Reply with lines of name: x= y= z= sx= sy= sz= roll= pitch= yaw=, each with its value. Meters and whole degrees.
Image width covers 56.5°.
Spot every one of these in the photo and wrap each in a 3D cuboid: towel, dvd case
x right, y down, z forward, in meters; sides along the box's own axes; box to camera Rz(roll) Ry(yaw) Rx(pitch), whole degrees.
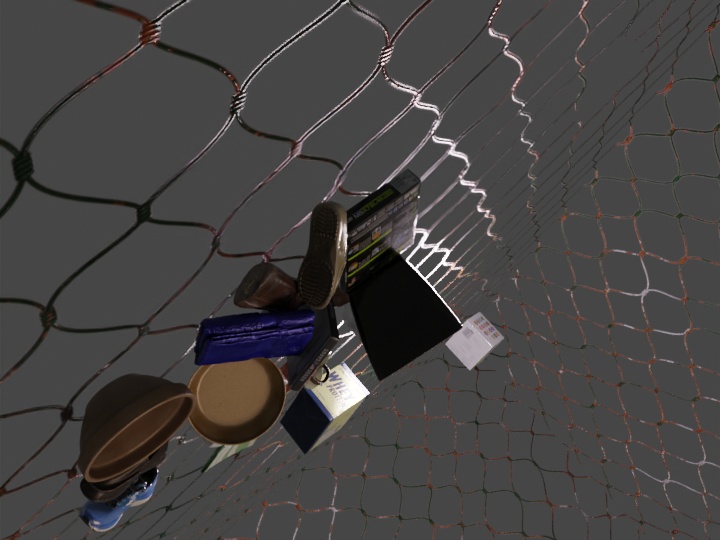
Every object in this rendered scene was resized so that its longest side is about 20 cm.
towel: x=-0.344 y=0.486 z=1.881 sx=0.199 sy=0.023 sz=0.153 roll=-21 pitch=153 yaw=-54
towel: x=-0.185 y=0.124 z=1.168 sx=0.196 sy=0.050 sz=0.148 roll=-3 pitch=149 yaw=-23
dvd case: x=-0.098 y=0.106 z=1.279 sx=0.024 sy=0.202 sz=0.151 roll=22 pitch=123 yaw=-27

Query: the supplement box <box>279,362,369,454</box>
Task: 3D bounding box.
supplement box: x=-0.113 y=0.431 z=2.103 sx=0.198 sy=0.135 sz=0.201 roll=-24 pitch=155 yaw=-48

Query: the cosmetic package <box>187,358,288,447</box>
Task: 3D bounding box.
cosmetic package: x=-0.258 y=0.262 z=1.393 sx=0.200 sy=0.102 sz=0.074 roll=-44 pitch=166 yaw=-2

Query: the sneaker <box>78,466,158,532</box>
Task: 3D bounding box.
sneaker: x=-0.493 y=0.457 z=1.380 sx=0.090 sy=0.078 sz=0.199 roll=-58 pitch=168 yaw=22

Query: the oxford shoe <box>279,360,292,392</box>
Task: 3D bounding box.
oxford shoe: x=-0.188 y=0.272 z=1.683 sx=0.199 sy=0.071 sz=0.074 roll=-37 pitch=-176 yaw=-13

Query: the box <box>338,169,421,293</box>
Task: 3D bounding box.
box: x=0.031 y=-0.073 z=1.310 sx=0.199 sy=0.047 sz=0.195 roll=-37 pitch=155 yaw=-23

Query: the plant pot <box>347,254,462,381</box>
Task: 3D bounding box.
plant pot: x=0.073 y=0.080 z=1.394 sx=0.198 sy=0.179 sz=0.200 roll=-33 pitch=-174 yaw=3

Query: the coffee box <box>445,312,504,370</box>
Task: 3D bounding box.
coffee box: x=0.625 y=0.383 z=3.654 sx=0.201 sy=0.200 sz=0.197 roll=-52 pitch=162 yaw=29

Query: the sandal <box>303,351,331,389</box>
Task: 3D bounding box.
sandal: x=-0.118 y=0.288 z=1.875 sx=0.079 sy=0.057 sz=0.202 roll=-34 pitch=161 yaw=-30

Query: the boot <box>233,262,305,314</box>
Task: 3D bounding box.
boot: x=-0.178 y=0.067 z=1.181 sx=0.187 sy=0.064 sz=0.199 roll=-49 pitch=162 yaw=9

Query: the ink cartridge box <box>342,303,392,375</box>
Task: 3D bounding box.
ink cartridge box: x=0.070 y=0.121 z=1.662 sx=0.144 sy=0.200 sz=0.145 roll=-36 pitch=160 yaw=-22

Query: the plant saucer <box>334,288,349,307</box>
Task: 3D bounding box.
plant saucer: x=0.000 y=0.000 z=1.488 sx=0.200 sy=0.035 sz=0.201 roll=-41 pitch=163 yaw=-15

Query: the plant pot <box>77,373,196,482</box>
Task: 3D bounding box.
plant pot: x=-0.369 y=0.232 z=1.066 sx=0.200 sy=0.093 sz=0.202 roll=-39 pitch=163 yaw=-14

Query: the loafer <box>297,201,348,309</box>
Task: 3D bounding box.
loafer: x=-0.056 y=-0.026 z=1.149 sx=0.068 sy=0.075 sz=0.203 roll=-37 pitch=147 yaw=-56

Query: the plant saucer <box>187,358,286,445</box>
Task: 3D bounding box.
plant saucer: x=-0.245 y=0.242 z=1.311 sx=0.200 sy=0.201 sz=0.035 roll=-42 pitch=-155 yaw=-4

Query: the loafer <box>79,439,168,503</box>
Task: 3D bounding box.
loafer: x=-0.441 y=0.358 z=1.265 sx=0.072 sy=0.073 sz=0.199 roll=-58 pitch=167 yaw=29
